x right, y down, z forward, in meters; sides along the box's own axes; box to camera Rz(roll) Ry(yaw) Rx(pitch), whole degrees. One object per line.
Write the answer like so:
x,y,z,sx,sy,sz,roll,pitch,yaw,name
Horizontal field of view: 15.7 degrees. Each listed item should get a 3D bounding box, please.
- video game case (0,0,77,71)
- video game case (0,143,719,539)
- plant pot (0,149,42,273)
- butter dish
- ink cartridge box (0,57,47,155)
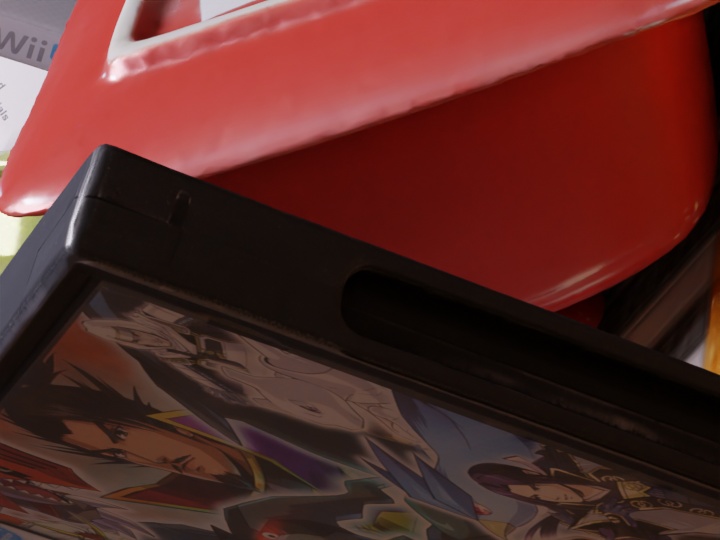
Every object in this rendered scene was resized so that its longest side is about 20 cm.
-0.028,-0.087,0.849,0.143,0.200,0.018,-86,16,-55,video game case
0.005,0.046,0.528,0.200,0.180,0.026,140,148,-65,video game case
-0.101,0.080,0.958,0.200,0.200,0.185,135,144,-60,plant pot
0.025,-0.038,0.710,0.199,0.148,0.200,-16,27,13,butter dish
-0.058,-0.115,0.997,0.200,0.084,0.145,-34,-10,1,ink cartridge box
